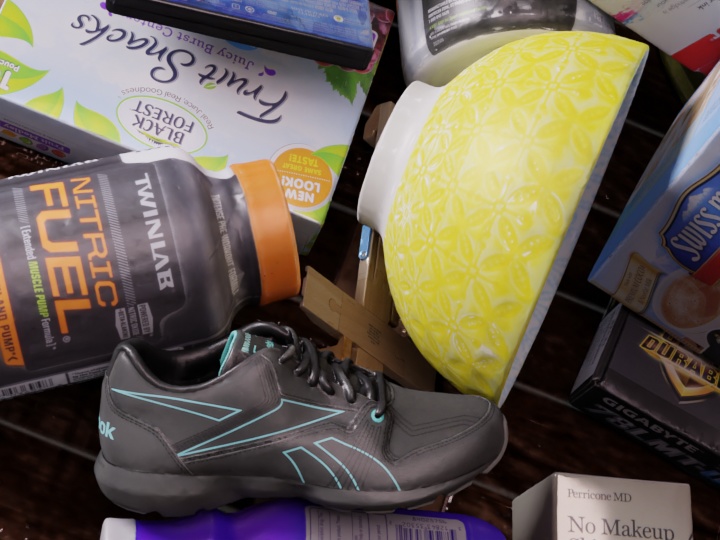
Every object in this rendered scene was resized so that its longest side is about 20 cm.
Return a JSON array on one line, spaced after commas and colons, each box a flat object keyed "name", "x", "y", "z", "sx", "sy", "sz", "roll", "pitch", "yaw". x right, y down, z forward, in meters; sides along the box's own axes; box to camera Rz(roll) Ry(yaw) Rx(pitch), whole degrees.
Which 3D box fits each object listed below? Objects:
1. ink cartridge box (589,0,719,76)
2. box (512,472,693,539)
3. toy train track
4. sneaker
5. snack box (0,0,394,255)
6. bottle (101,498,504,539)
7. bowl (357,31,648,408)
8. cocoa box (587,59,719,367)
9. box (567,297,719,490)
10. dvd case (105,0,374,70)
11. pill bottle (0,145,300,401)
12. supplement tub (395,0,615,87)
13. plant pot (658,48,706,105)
[{"name": "ink cartridge box", "x": 0.176, "y": -0.178, "z": 0.833, "sx": 0.199, "sy": 0.116, "sz": 0.068, "roll": 27, "pitch": 56, "yaw": -28}, {"name": "box", "x": 0.123, "y": 0.208, "z": 0.809, "sx": 0.081, "sy": 0.068, "sz": 0.202, "roll": 5, "pitch": 69, "yaw": -12}, {"name": "toy train track", "x": 0.000, "y": 0.000, "z": 0.869, "sx": 0.115, "sy": 0.032, "sz": 0.202, "roll": 38, "pitch": 50, "yaw": -41}, {"name": "sneaker", "x": -0.027, "y": 0.068, "z": 0.758, "sx": 0.198, "sy": 0.075, "sz": 0.080, "roll": -2, "pitch": 107, "yaw": -8}, {"name": "snack box", "x": -0.096, "y": -0.112, "z": 0.883, "sx": 0.198, "sy": 0.053, "sz": 0.143, "roll": 21, "pitch": 67, "yaw": -5}, {"name": "bottle", "x": -0.028, "y": 0.155, "z": 0.785, "sx": 0.198, "sy": 0.065, "sz": 0.084, "roll": 7, "pitch": 67, "yaw": -11}, {"name": "bowl", "x": 0.062, "y": -0.040, "z": 0.827, "sx": 0.107, "sy": 0.201, "sz": 0.201, "roll": 23, "pitch": 65, "yaw": 8}, {"name": "cocoa box", "x": 0.223, "y": -0.046, "z": 0.807, "sx": 0.131, "sy": 0.200, "sz": 0.134, "roll": 31, "pitch": 65, "yaw": 2}, {"name": "box", "x": 0.243, "y": 0.034, "z": 0.917, "sx": 0.199, "sy": 0.050, "sz": 0.200, "roll": 29, "pitch": 67, "yaw": -2}, {"name": "dvd case", "x": -0.067, "y": -0.194, "z": 0.891, "sx": 0.141, "sy": 0.018, "sz": 0.201, "roll": 10, "pitch": 45, "yaw": -16}, {"name": "pill bottle", "x": -0.131, "y": -0.001, "z": 0.791, "sx": 0.198, "sy": 0.106, "sz": 0.107, "roll": -13, "pitch": 73, "yaw": -10}, {"name": "supplement tub", "x": 0.076, "y": -0.197, "z": 0.921, "sx": 0.121, "sy": 0.123, "sz": 0.202, "roll": 1, "pitch": 69, "yaw": -13}, {"name": "plant pot", "x": 0.299, "y": -0.176, "z": 0.932, "sx": 0.198, "sy": 0.190, "sz": 0.202, "roll": 5, "pitch": 69, "yaw": -13}]
